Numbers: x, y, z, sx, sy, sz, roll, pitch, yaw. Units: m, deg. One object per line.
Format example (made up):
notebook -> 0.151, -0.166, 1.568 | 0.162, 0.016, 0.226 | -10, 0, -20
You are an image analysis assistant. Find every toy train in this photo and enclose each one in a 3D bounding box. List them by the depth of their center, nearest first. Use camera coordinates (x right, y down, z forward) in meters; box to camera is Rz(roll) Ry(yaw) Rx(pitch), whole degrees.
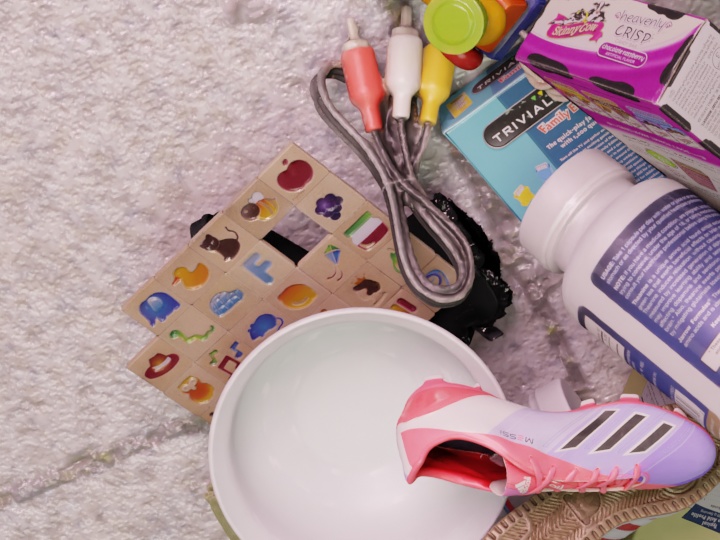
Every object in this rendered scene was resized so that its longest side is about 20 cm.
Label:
toy train -> 0.075, -0.155, 1.179 | 0.200, 0.116, 0.085 | 41, 112, 3

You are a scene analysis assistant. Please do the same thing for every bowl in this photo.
bowl -> -0.001, 0.105, 1.269 | 0.201, 0.090, 0.201 | -1, 109, -3

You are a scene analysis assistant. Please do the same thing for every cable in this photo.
cable -> 0.023, -0.074, 1.228 | 0.097, 0.200, 0.050 | -2, 157, -12

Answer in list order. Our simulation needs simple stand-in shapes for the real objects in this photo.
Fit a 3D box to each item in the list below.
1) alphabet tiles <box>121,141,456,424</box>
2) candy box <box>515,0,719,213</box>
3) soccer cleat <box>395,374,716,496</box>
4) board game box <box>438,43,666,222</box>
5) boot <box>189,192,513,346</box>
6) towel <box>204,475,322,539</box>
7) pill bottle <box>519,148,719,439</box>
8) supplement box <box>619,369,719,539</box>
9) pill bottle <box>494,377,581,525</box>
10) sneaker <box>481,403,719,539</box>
alphabet tiles -> -0.054, 0.027, 1.279 | 0.167, 0.008, 0.200 | 37, 111, -29
candy box -> 0.208, -0.091, 1.158 | 0.200, 0.136, 0.061 | 33, 87, -37
soccer cleat -> 0.120, 0.115, 1.182 | 0.200, 0.077, 0.067 | 10, 131, -1
board game box -> 0.173, -0.077, 1.297 | 0.151, 0.047, 0.200 | -36, 114, 15
boot -> 0.000, 0.000, 1.314 | 0.162, 0.073, 0.198 | -30, 123, 15
towel -> -0.038, 0.217, 1.364 | 0.036, 0.148, 0.200 | -35, 87, -19
pill bottle -> 0.199, 0.012, 1.208 | 0.200, 0.111, 0.111 | 41, 116, 26
supplement box -> 0.294, 0.126, 1.362 | 0.200, 0.134, 0.200 | 15, 116, -10
pill bottle -> 0.077, 0.160, 1.383 | 0.200, 0.109, 0.109 | -29, 116, 11
sneaker -> 0.160, 0.159, 1.277 | 0.200, 0.112, 0.071 | -31, 75, -7
